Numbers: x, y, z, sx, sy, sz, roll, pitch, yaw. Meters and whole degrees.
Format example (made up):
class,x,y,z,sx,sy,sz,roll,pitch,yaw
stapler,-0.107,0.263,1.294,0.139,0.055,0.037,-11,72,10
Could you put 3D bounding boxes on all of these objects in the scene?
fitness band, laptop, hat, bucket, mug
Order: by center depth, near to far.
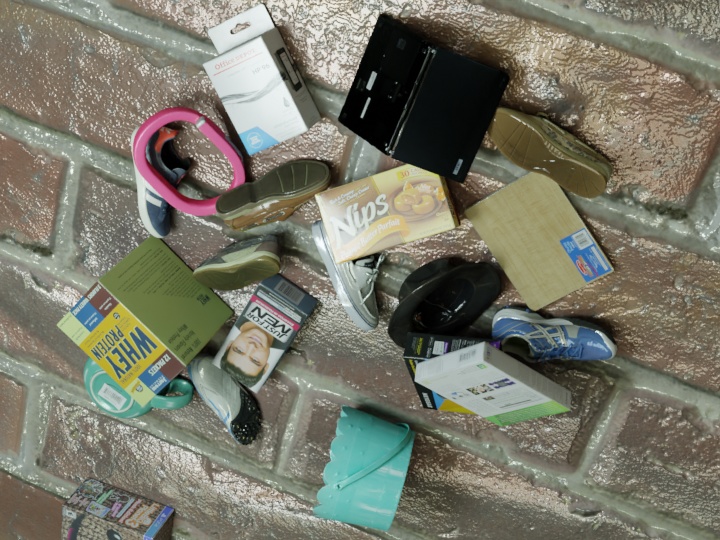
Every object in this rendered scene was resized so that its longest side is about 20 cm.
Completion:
class,x,y,z,sx,sy,sz,roll,pitch,yaw
laptop,0.089,-0.255,1.588,0.200,0.103,0.177,39,115,38
hat,0.120,0.035,1.703,0.201,0.201,0.081,-54,46,31
fitness band,-0.274,-0.172,1.725,0.144,0.037,0.200,-37,126,9
bucket,0.007,0.340,1.832,0.135,0.207,0.207,16,119,1
mug,-0.412,0.192,1.952,0.185,0.114,0.152,-6,112,22

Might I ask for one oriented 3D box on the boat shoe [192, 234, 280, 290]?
class,x,y,z,sx,sy,sz,roll,pitch,yaw
boat shoe,-0.203,-0.016,1.810,0.201,0.066,0.072,-14,141,44

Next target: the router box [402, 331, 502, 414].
class,x,y,z,sx,sy,sz,roll,pitch,yaw
router box,0.160,0.169,1.721,0.149,0.051,0.200,4,151,17

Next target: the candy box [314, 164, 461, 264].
class,x,y,z,sx,sy,sz,roll,pitch,yaw
candy box,0.042,-0.093,1.659,0.200,0.055,0.116,-17,91,17

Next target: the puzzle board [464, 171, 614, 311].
class,x,y,z,sx,sy,sz,roll,pitch,yaw
puzzle board,0.275,-0.048,1.655,0.151,0.017,0.200,-30,103,27

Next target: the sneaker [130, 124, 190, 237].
class,x,y,z,sx,sy,sz,roll,pitch,yaw
sneaker,-0.323,-0.145,1.785,0.084,0.075,0.200,1,120,9

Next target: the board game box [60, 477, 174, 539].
class,x,y,z,sx,sy,sz,roll,pitch,yaw
board game box,-0.490,0.534,2.154,0.200,0.097,0.160,17,119,11

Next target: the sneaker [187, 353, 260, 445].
class,x,y,z,sx,sy,sz,roll,pitch,yaw
sneaker,-0.247,0.232,1.950,0.072,0.072,0.200,6,130,55

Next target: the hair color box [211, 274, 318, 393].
class,x,y,z,sx,sy,sz,roll,pitch,yaw
hair color box,-0.167,0.108,1.857,0.099,0.061,0.200,34,121,1

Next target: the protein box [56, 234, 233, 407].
class,x,y,z,sx,sy,sz,roll,pitch,yaw
protein box,-0.364,0.082,1.833,0.200,0.199,0.135,45,121,-6

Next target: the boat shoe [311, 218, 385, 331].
class,x,y,z,sx,sy,sz,roll,pitch,yaw
boat shoe,0.001,-0.002,1.746,0.086,0.075,0.202,-21,97,23

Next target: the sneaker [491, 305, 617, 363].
class,x,y,z,sx,sy,sz,roll,pitch,yaw
sneaker,0.300,0.117,1.681,0.200,0.077,0.076,8,136,19

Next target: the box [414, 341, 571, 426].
class,x,y,z,sx,sy,sz,roll,pitch,yaw
box,0.203,0.177,1.630,0.200,0.036,0.144,32,144,-31

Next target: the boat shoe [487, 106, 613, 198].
class,x,y,z,sx,sy,sz,roll,pitch,yaw
boat shoe,0.276,-0.179,1.572,0.200,0.063,0.073,35,136,4

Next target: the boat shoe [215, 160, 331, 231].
class,x,y,z,sx,sy,sz,roll,pitch,yaw
boat shoe,-0.133,-0.119,1.739,0.200,0.072,0.068,-16,141,16

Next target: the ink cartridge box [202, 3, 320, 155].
class,x,y,z,sx,sy,sz,roll,pitch,yaw
ink cartridge box,-0.161,-0.295,1.657,0.116,0.068,0.200,-20,106,26
